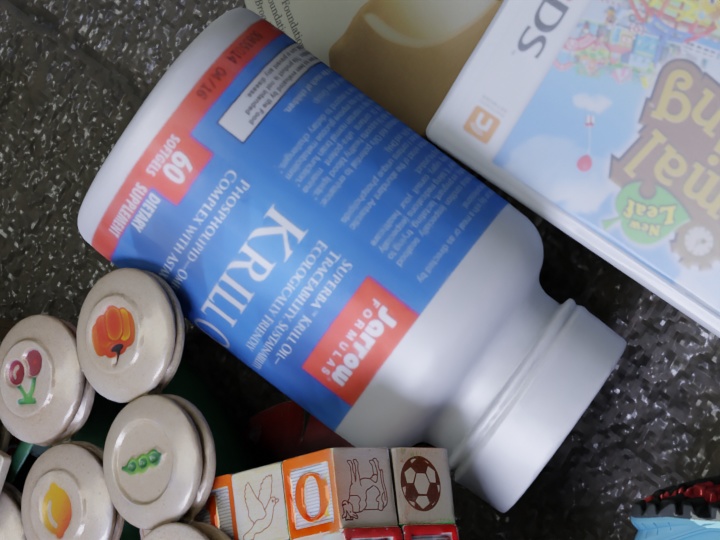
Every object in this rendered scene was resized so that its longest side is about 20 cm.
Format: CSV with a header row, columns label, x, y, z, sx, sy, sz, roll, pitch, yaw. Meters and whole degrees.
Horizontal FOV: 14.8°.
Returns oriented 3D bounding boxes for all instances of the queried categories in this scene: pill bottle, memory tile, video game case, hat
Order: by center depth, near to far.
label,x,y,z,sx,sy,sz,roll,pitch,yaw
video game case,0.151,-0.071,1.037,0.199,0.022,0.183,34,109,6
memory tile,-0.129,0.098,1.067,0.199,0.017,0.154,-26,71,36
pill bottle,0.000,0.000,1.068,0.199,0.112,0.113,36,104,3
hat,-0.055,0.110,1.161,0.175,0.166,0.200,32,142,2

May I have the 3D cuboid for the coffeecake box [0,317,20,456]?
label,x,y,z,sx,sy,sz,roll,pitch,yaw
coffeecake box,-0.217,0.114,1.223,0.073,0.153,0.201,19,94,33

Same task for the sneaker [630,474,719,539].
label,x,y,z,sx,sy,sz,roll,pitch,yaw
sneaker,0.195,0.130,1.019,0.199,0.079,0.096,5,103,37

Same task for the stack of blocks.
label,x,y,z,sx,sy,sz,roll,pitch,yaw
stack of blocks,-0.048,0.140,1.052,0.199,0.058,0.116,-19,74,45

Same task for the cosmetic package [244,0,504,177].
label,x,y,z,sx,sy,sz,roll,pitch,yaw
cosmetic package,0.060,-0.114,1.128,0.199,0.071,0.106,-33,68,25

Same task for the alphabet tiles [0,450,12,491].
label,x,y,z,sx,sy,sz,roll,pitch,yaw
alphabet tiles,-0.216,0.104,1.117,0.166,0.006,0.201,26,101,36
